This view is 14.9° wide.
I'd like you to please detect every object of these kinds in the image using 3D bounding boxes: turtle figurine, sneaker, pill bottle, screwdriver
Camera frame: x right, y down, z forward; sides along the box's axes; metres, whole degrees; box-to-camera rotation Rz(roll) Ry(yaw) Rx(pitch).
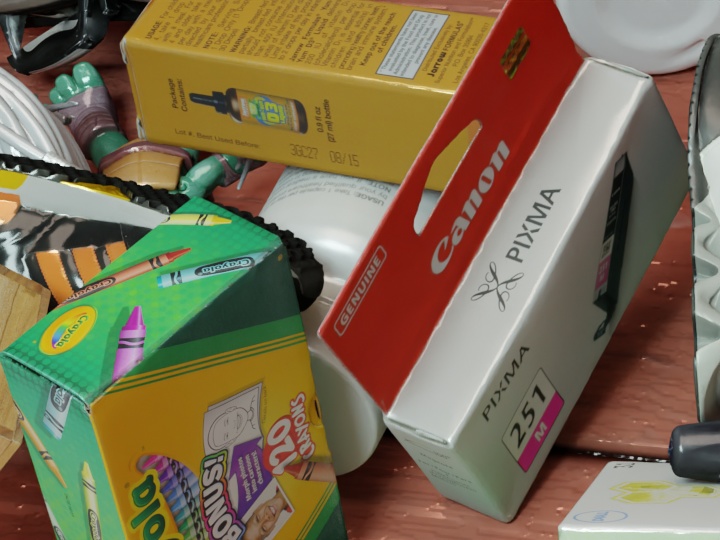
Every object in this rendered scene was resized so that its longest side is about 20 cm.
[{"bbox_3d":[-0.115,-0.059,1.457,0.149,0.101,0.200,4,22,-7],"label":"turtle figurine"},{"bbox_3d":[-0.113,0.006,1.272,0.199,0.091,0.070,15,8,18],"label":"sneaker"},{"bbox_3d":[0.190,-0.021,1.240,0.088,0.074,0.201,-5,57,9],"label":"sneaker"},{"bbox_3d":[0.161,-0.212,1.552,0.111,0.112,0.201,-6,41,7],"label":"pill bottle"},{"bbox_3d":[0.000,0.000,1.345,0.114,0.115,0.200,6,43,21],"label":"pill bottle"},{"bbox_3d":[0.231,0.080,1.185,0.199,0.029,0.028,3,30,-1],"label":"screwdriver"}]

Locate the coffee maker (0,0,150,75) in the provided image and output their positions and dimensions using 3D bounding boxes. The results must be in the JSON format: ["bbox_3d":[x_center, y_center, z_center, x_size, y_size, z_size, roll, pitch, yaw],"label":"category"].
[{"bbox_3d":[-0.123,-0.205,1.553,0.199,0.135,0.192,4,33,46],"label":"coffee maker"}]

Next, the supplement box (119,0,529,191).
[{"bbox_3d":[-0.010,-0.089,1.310,0.199,0.067,0.069,9,44,18],"label":"supplement box"}]

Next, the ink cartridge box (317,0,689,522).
[{"bbox_3d":[0.072,-0.010,1.244,0.043,0.174,0.201,21,73,29],"label":"ink cartridge box"}]

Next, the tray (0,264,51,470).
[{"bbox_3d":[-0.205,0.097,1.245,0.037,0.200,0.099,28,37,-19],"label":"tray"}]

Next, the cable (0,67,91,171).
[{"bbox_3d":[-0.226,-0.014,1.379,0.200,0.069,0.200,-46,71,10],"label":"cable"}]

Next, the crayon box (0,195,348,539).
[{"bbox_3d":[-0.076,0.083,1.202,0.058,0.201,0.119,27,54,35],"label":"crayon box"}]

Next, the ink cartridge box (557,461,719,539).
[{"bbox_3d":[0.098,0.117,1.185,0.199,0.048,0.145,1,7,14],"label":"ink cartridge box"}]
